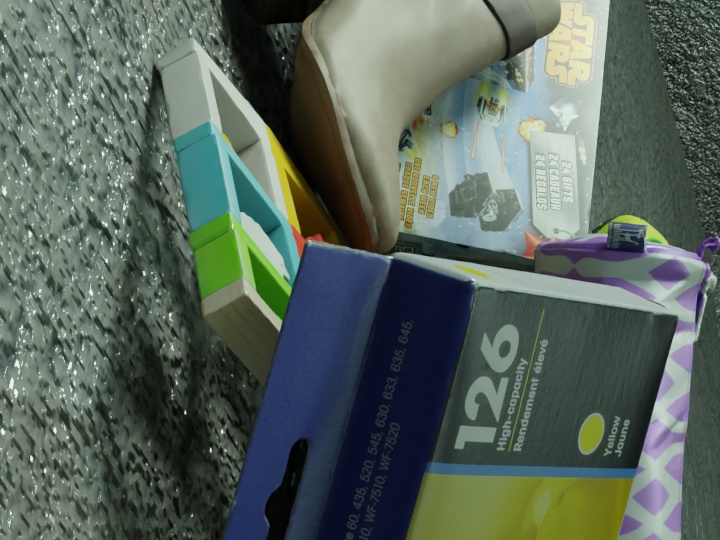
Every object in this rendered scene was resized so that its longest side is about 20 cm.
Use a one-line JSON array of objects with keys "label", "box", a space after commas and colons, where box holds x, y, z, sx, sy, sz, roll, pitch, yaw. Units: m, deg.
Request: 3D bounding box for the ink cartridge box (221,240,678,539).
[{"label": "ink cartridge box", "box": [0.034, 0.097, 0.682, 0.200, 0.047, 0.198, 7, 101, -50]}]

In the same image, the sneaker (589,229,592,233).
[{"label": "sneaker", "box": [0.106, 0.013, 0.978, 0.070, 0.080, 0.200, 55, 7, -8]}]

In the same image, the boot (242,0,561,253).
[{"label": "boot", "box": [0.030, -0.110, 0.853, 0.070, 0.146, 0.200, 118, -46, -61]}]

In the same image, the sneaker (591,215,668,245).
[{"label": "sneaker", "box": [0.136, 0.060, 1.122, 0.084, 0.200, 0.074, 38, 6, -8]}]

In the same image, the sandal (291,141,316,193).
[{"label": "sandal", "box": [0.000, 0.001, 0.916, 0.076, 0.043, 0.200, 39, 43, -66]}]

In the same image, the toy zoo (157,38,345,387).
[{"label": "toy zoo", "box": [-0.036, -0.011, 0.733, 0.131, 0.020, 0.200, 53, 14, -39]}]

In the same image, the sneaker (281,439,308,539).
[{"label": "sneaker", "box": [0.004, 0.085, 0.793, 0.075, 0.079, 0.200, 58, 45, -29]}]

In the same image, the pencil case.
[{"label": "pencil case", "box": [0.117, 0.078, 0.801, 0.084, 0.085, 0.200, -83, 177, -87]}]

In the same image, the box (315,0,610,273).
[{"label": "box", "box": [0.054, -0.089, 0.905, 0.040, 0.137, 0.200, 106, -5, -60]}]
